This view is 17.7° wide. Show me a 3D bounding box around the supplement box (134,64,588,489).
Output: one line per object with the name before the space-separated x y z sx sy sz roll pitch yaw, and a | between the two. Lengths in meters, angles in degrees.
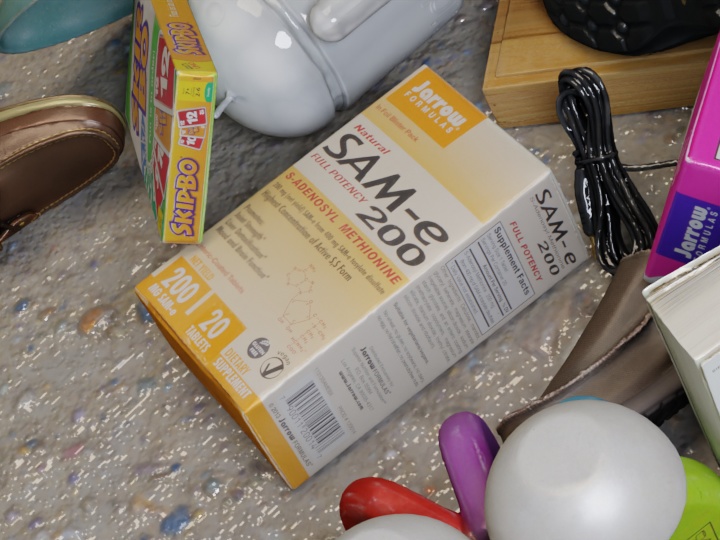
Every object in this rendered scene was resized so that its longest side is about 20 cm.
supplement box | 0.000 0.000 1.202 0.200 0.074 0.126 -38 45 -8

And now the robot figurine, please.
robot figurine | -0.021 -0.155 1.319 0.200 0.113 0.170 -41 11 -11

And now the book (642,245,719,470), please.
book | 0.209 0.050 0.963 0.133 0.200 0.048 -31 44 -2

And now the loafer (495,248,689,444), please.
loafer | 0.138 0.030 1.097 0.200 0.073 0.071 -33 76 -16

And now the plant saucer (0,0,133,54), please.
plant saucer | -0.134 -0.191 1.369 0.199 0.200 0.036 -27 88 3

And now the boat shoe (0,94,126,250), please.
boat shoe | -0.223 -0.038 1.355 0.199 0.072 0.068 -23 50 15

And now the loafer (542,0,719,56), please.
loafer | 0.172 -0.152 1.190 0.070 0.068 0.200 -25 16 -34

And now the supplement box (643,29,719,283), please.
supplement box | 0.240 -0.030 1.034 0.199 0.101 0.104 18 58 7

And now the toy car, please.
toy car | 0.060 0.129 0.988 0.199 0.175 0.150 -32 43 -1

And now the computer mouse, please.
computer mouse | 0.199 -0.062 1.148 0.199 0.044 0.110 -10 87 17

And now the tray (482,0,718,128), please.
tray | 0.171 -0.136 1.262 0.199 0.037 0.099 -5 50 22

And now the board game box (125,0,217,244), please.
board game box | -0.106 -0.099 1.269 0.030 0.096 0.200 2 24 -11
